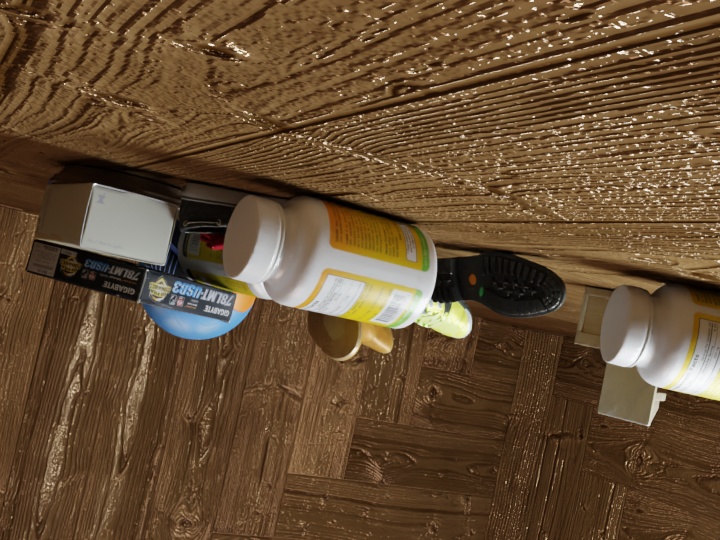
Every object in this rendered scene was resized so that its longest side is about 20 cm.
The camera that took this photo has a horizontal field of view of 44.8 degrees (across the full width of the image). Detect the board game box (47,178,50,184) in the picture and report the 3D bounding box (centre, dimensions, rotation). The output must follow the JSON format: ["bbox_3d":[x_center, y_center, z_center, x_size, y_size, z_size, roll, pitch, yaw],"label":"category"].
[{"bbox_3d":[-0.434,-0.108,1.451,0.135,0.035,0.200,14,177,-9],"label":"board game box"}]

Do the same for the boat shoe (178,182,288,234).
[{"bbox_3d":[-0.108,-0.052,0.974,0.199,0.057,0.069,12,177,11],"label":"boat shoe"}]

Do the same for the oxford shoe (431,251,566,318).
[{"bbox_3d":[0.169,0.010,1.038,0.084,0.073,0.200,-7,-168,-40],"label":"oxford shoe"}]

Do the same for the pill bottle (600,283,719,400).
[{"bbox_3d":[0.365,0.077,0.929,0.199,0.113,0.112,13,177,-2],"label":"pill bottle"}]

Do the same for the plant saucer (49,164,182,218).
[{"bbox_3d":[-0.293,-0.099,1.118,0.199,0.030,0.200,12,178,0],"label":"plant saucer"}]

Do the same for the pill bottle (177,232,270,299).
[{"bbox_3d":[-0.149,-0.020,1.216,0.199,0.112,0.111,11,177,35],"label":"pill bottle"}]

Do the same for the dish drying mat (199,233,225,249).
[{"bbox_3d":[-0.088,-0.037,1.054,0.199,0.018,0.077,-1,-172,-22],"label":"dish drying mat"}]

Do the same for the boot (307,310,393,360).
[{"bbox_3d":[-0.003,0.063,1.038,0.144,0.071,0.201,43,-168,-37],"label":"boot"}]

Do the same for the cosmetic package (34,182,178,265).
[{"bbox_3d":[-0.304,-0.056,1.029,0.103,0.073,0.200,15,177,-33],"label":"cosmetic package"}]

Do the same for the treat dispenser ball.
[{"bbox_3d":[-0.267,0.013,1.441,0.200,0.202,0.201,12,177,1],"label":"treat dispenser ball"}]

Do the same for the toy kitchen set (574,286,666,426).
[{"bbox_3d":[0.415,0.128,1.188,0.199,0.164,0.180,10,176,40],"label":"toy kitchen set"}]

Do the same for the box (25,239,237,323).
[{"bbox_3d":[-0.299,0.015,1.162,0.198,0.050,0.200,15,178,27],"label":"box"}]

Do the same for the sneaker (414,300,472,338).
[{"bbox_3d":[0.068,0.042,1.160,0.200,0.077,0.075,35,135,-25],"label":"sneaker"}]

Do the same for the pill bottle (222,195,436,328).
[{"bbox_3d":[-0.032,-0.012,0.883,0.199,0.112,0.111,14,177,-30],"label":"pill bottle"}]

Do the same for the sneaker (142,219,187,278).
[{"bbox_3d":[-0.279,-0.019,1.316,0.200,0.070,0.078,49,133,-6],"label":"sneaker"}]
